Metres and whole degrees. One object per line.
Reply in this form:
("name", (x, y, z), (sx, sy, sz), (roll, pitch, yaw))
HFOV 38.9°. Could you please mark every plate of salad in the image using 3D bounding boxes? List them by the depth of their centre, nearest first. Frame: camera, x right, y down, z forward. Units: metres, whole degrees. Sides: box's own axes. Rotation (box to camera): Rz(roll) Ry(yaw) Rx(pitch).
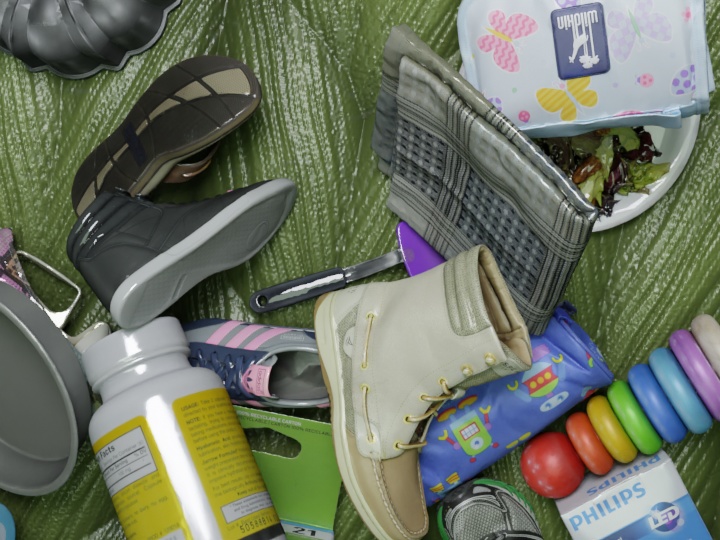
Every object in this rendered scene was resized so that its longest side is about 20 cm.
("plate of salad", (0.174, -0.130, 0.813), (0.198, 0.048, 0.202), (0, 97, 3))

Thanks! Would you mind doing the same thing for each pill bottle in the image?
("pill bottle", (-0.139, 0.143, 0.773), (0.110, 0.111, 0.202), (-25, 78, 6))

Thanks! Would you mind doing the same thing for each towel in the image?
("towel", (0.076, -0.057, 0.740), (0.034, 0.193, 0.200), (-37, 71, -16))

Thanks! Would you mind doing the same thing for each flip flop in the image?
("flip flop", (-0.156, -0.100, 0.834), (0.200, 0.057, 0.082), (-39, 60, 21))

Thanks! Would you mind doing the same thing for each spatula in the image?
("spatula", (0.000, 0.000, 0.853), (0.198, 0.021, 0.057), (-19, 83, 8))

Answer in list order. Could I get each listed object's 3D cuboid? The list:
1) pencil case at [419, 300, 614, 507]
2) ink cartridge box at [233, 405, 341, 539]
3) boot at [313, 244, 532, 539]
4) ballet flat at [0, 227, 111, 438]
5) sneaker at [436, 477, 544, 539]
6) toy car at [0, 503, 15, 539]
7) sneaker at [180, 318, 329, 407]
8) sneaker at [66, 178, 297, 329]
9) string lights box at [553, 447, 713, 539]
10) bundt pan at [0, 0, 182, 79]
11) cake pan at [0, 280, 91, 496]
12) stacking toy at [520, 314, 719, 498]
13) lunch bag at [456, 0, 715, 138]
("pencil case", (0.107, 0.107, 0.831), (0.199, 0.078, 0.087), (-37, 104, 7))
("ink cartridge box", (-0.095, 0.221, 0.843), (0.146, 0.076, 0.202), (10, 110, 2))
("boot", (0.055, 0.095, 0.748), (0.154, 0.072, 0.202), (-19, 80, 28))
("ballet flat", (-0.257, 0.048, 0.861), (0.071, 0.069, 0.201), (-39, 93, -18))
("sneaker", (0.133, 0.254, 0.831), (0.078, 0.085, 0.201), (-34, 104, 4))
("toy car", (-0.383, 0.309, 0.874), (0.182, 0.178, 0.201), (-2, 126, 17))
("sneaker", (-0.096, 0.078, 0.839), (0.198, 0.082, 0.071), (-2, 97, 4))
("sneaker", (-0.142, -0.041, 0.803), (0.099, 0.200, 0.071), (37, 140, 22))
("string lights box", (0.252, 0.257, 0.850), (0.102, 0.059, 0.201), (-28, 95, 6))
("bundt pan", (-0.243, -0.256, 0.811), (0.199, 0.076, 0.204), (1, 98, 4))
("cake pan", (-0.297, 0.090, 0.834), (0.199, 0.037, 0.202), (15, 121, 25))
("stacking toy", (0.219, 0.120, 0.833), (0.199, 0.085, 0.086), (-32, 94, 14))
("lunch bag", (0.159, -0.195, 0.724), (0.168, 0.127, 0.202), (-3, 72, 19))
